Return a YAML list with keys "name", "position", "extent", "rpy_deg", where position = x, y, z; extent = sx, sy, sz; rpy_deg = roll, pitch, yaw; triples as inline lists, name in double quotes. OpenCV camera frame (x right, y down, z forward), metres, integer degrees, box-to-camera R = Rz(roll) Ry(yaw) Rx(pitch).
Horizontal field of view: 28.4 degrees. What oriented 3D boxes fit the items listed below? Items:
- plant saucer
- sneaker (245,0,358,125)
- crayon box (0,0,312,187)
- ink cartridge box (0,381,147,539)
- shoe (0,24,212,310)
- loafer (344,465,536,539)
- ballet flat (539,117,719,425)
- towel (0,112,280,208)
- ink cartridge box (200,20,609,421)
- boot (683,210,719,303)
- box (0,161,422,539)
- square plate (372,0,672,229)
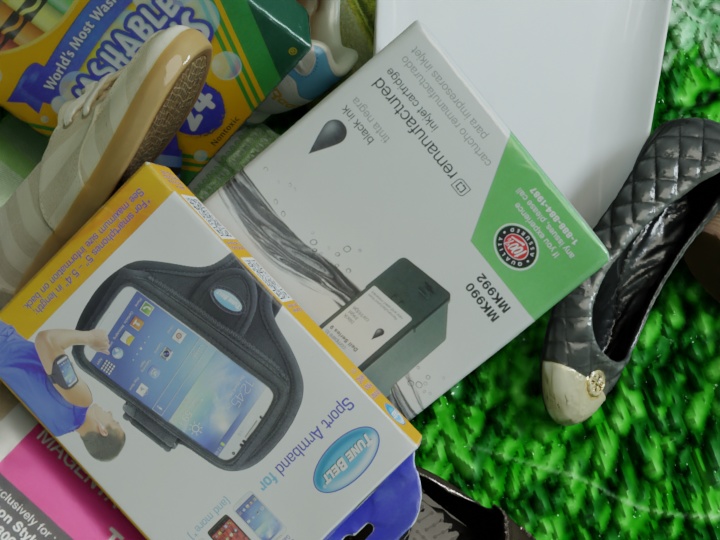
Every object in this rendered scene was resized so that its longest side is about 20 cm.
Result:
- name: "plant saucer"
  position: [0.050, -0.151, 0.853]
  extent: [0.199, 0.048, 0.201]
  rpy_deg: [-16, 69, -25]
- name: "sneaker"
  position: [-0.053, -0.188, 0.796]
  extent: [0.076, 0.080, 0.201]
  rpy_deg: [-4, 80, -58]
- name: "crayon box"
  position: [-0.139, -0.134, 0.703]
  extent: [0.200, 0.126, 0.052]
  rpy_deg: [36, 22, -22]
- name: "ink cartridge box"
  position: [-0.134, 0.142, 0.686]
  extent: [0.200, 0.075, 0.165]
  rpy_deg: [40, 65, 3]
- name: "shoe"
  position: [-0.140, -0.046, 0.683]
  extent: [0.053, 0.200, 0.070]
  rpy_deg: [39, 30, -3]
- name: "loafer"
  position: [0.064, 0.162, 0.738]
  extent: [0.199, 0.071, 0.073]
  rpy_deg: [31, 64, -3]
- name: "ballet flat"
  position: [0.160, -0.001, 0.816]
  extent: [0.066, 0.057, 0.201]
  rpy_deg: [37, 77, -46]
- name: "towel"
  position: [-0.106, -0.040, 0.789]
  extent: [0.200, 0.031, 0.149]
  rpy_deg: [37, 63, 0]
- name: "ink cartridge box"
  position: [0.000, 0.000, 0.700]
  extent: [0.200, 0.084, 0.146]
  rpy_deg: [-40, 89, 8]
- name: "boot"
  position: [0.307, 0.014, 0.877]
  extent: [0.155, 0.077, 0.200]
  rpy_deg: [-33, 74, -29]
- name: "box"
  position: [-0.066, 0.063, 0.645]
  extent: [0.119, 0.041, 0.200]
  rpy_deg: [-45, 84, 5]
- name: "square plate"
  position: [0.082, -0.089, 0.796]
  extent: [0.197, 0.028, 0.201]
  rpy_deg: [-5, 111, -29]
